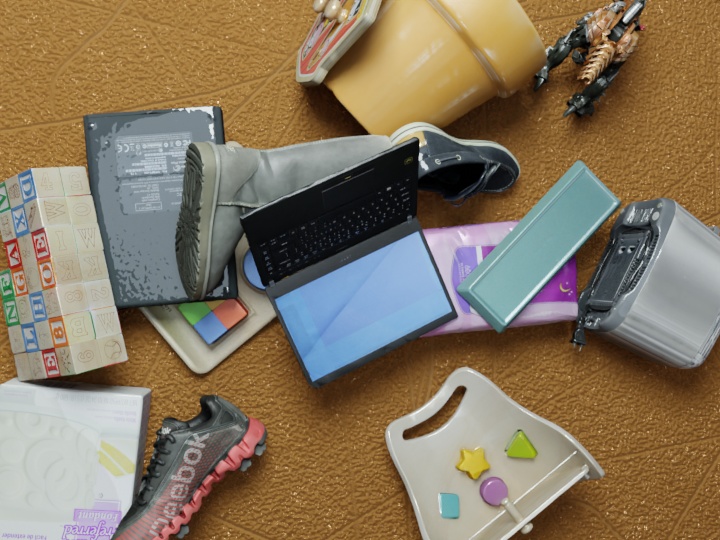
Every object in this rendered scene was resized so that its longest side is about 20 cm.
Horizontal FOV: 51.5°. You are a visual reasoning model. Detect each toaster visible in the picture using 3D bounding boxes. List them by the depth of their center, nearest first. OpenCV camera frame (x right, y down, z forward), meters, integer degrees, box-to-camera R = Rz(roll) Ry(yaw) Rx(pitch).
[{"bbox_3d":[0.337,0.025,0.848,0.129,0.114,0.200,28,84,-9],"label":"toaster"}]

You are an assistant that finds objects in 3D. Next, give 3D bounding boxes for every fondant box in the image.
[{"bbox_3d":[-0.308,0.220,0.787,0.144,0.058,0.200,6,90,-8],"label":"fondant box"}]

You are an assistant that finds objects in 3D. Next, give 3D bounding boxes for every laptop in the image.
[{"bbox_3d":[0.000,0.000,0.716,0.177,0.200,0.103,-26,63,-12],"label":"laptop"}]

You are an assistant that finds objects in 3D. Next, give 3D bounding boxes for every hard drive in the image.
[{"bbox_3d":[-0.205,-0.063,0.774,0.139,0.033,0.200,-5,92,-4],"label":"hard drive"}]

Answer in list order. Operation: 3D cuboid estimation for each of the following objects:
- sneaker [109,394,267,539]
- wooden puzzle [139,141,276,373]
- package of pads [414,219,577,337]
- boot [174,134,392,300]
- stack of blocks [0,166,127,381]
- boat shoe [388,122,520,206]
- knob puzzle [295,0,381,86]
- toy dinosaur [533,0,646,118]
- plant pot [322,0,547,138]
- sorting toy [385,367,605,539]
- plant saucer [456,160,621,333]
[{"bbox_3d":[-0.193,0.209,0.772,0.200,0.071,0.098,-46,107,-25],"label":"sneaker"},{"bbox_3d":[-0.157,-0.015,0.816,0.200,0.046,0.185,-40,94,-7],"label":"wooden puzzle"},{"bbox_3d":[0.141,0.007,0.840,0.200,0.076,0.121,-5,92,-8],"label":"package of pads"},{"bbox_3d":[-0.075,-0.054,0.741,0.200,0.073,0.182,-7,132,-33],"label":"boot"},{"bbox_3d":[-0.312,0.006,0.756,0.059,0.115,0.200,-13,92,-50],"label":"stack of blocks"},{"bbox_3d":[0.108,-0.105,0.800,0.075,0.200,0.062,-37,62,33],"label":"boat shoe"},{"bbox_3d":[-0.026,-0.274,0.764,0.030,0.220,0.220,26,86,-21],"label":"knob puzzle"},{"bbox_3d":[0.257,-0.248,0.825,0.200,0.136,0.102,-23,73,-48],"label":"toy dinosaur"},{"bbox_3d":[0.059,-0.228,0.786,0.183,0.200,0.200,-42,95,9],"label":"plant pot"},{"bbox_3d":[0.126,0.212,0.829,0.200,0.107,0.180,-37,87,-6],"label":"sorting toy"},{"bbox_3d":[0.195,-0.027,0.801,0.070,0.019,0.200,45,83,-4],"label":"plant saucer"}]
